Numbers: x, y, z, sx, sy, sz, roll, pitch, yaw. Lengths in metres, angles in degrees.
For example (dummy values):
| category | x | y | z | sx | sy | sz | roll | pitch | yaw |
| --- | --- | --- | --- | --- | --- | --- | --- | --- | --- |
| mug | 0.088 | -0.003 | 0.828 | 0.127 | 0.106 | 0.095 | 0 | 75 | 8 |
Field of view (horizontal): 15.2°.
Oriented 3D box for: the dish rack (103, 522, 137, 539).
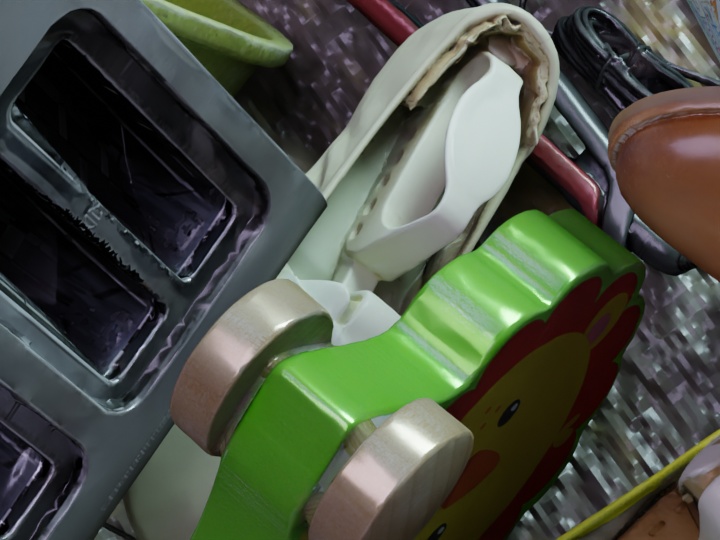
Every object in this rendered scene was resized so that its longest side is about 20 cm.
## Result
| category | x | y | z | sx | sy | sz | roll | pitch | yaw |
| --- | --- | --- | --- | --- | --- | --- | --- | --- | --- |
| dish rack | -0.098 | 0.102 | 0.808 | 0.199 | 0.055 | 0.154 | -32 | 98 | -19 |

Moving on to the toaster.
| category | x | y | z | sx | sy | sz | roll | pitch | yaw |
| --- | --- | --- | --- | --- | --- | --- | --- | --- | --- |
| toaster | -0.124 | -0.005 | 0.675 | 0.118 | 0.200 | 0.181 | 27 | 78 | 38 |

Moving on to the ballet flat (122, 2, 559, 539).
| category | x | y | z | sx | sy | sz | roll | pitch | yaw |
| --- | --- | --- | --- | --- | --- | --- | --- | --- | --- |
| ballet flat | 0.000 | 0.000 | 0.791 | 0.069 | 0.070 | 0.201 | 21 | 65 | 23 |

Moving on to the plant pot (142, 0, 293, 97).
| category | x | y | z | sx | sy | sz | roll | pitch | yaw |
| --- | --- | --- | --- | --- | --- | --- | --- | --- | --- |
| plant pot | -0.150 | -0.037 | 0.868 | 0.200 | 0.200 | 0.185 | 31 | 98 | 24 |

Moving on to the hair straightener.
| category | x | y | z | sx | sy | sz | roll | pitch | yaw |
| --- | --- | --- | --- | --- | --- | --- | --- | --- | --- |
| hair straightener | 0.062 | -0.076 | 0.870 | 0.077 | 0.041 | 0.200 | -46 | 66 | 3 |

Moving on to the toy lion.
| category | x | y | z | sx | sy | sz | roll | pitch | yaw |
| --- | --- | --- | --- | --- | --- | --- | --- | --- | --- |
| toy lion | 0.000 | 0.073 | 0.746 | 0.069 | 0.191 | 0.201 | 39 | 110 | 20 |

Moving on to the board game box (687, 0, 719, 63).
| category | x | y | z | sx | sy | sz | roll | pitch | yaw |
| --- | --- | --- | --- | --- | --- | --- | --- | --- | --- |
| board game box | 0.205 | -0.060 | 0.704 | 0.199 | 0.043 | 0.200 | -25 | 80 | -4 |

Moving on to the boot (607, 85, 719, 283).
| category | x | y | z | sx | sy | sz | roll | pitch | yaw |
| --- | --- | --- | --- | --- | --- | --- | --- | --- | --- |
| boot | 0.140 | 0.049 | 0.732 | 0.199 | 0.074 | 0.155 | 27 | 60 | -7 |

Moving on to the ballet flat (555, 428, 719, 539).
| category | x | y | z | sx | sy | sz | roll | pitch | yaw |
| --- | --- | --- | --- | --- | --- | --- | --- | --- | --- |
| ballet flat | 0.090 | 0.087 | 0.775 | 0.199 | 0.067 | 0.067 | -31 | 62 | -7 |
